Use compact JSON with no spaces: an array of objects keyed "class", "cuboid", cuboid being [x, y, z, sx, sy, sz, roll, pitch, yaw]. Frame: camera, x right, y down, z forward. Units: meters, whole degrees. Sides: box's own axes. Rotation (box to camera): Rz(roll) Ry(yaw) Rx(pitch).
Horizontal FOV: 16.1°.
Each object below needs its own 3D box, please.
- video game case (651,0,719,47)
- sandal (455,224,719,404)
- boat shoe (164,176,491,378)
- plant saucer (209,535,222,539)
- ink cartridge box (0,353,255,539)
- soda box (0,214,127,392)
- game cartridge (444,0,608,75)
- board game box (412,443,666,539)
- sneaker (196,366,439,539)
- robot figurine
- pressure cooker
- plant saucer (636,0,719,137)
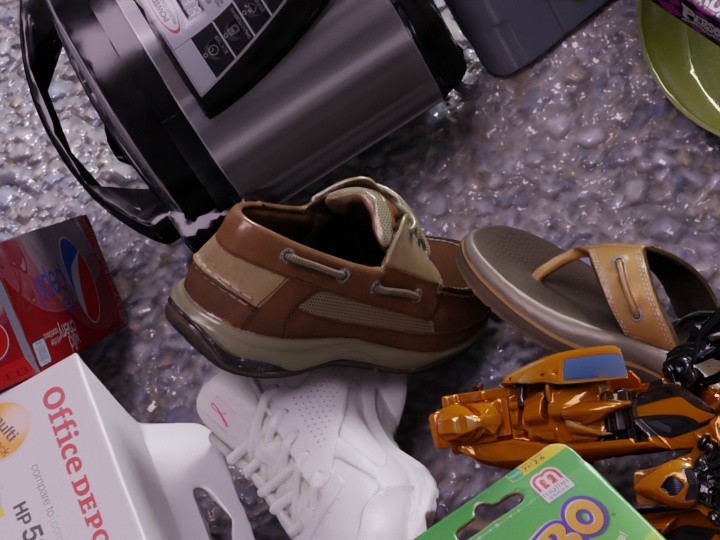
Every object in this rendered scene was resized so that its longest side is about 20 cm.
[{"class":"video game case","cuboid":[0.214,-0.177,1.175,0.200,0.036,0.182,36,78,12]},{"class":"sandal","cuboid":[0.133,0.021,1.136,0.199,0.080,0.054,30,112,32]},{"class":"boat shoe","cuboid":[0.000,0.000,1.147,0.076,0.199,0.074,35,114,29]},{"class":"plant saucer","cuboid":[-0.105,0.214,1.152,0.199,0.032,0.201,-12,54,16]},{"class":"ink cartridge box","cuboid":[-0.145,0.144,1.117,0.199,0.125,0.129,-30,51,4]},{"class":"soda box","cuboid":[-0.169,0.021,1.210,0.070,0.200,0.064,-23,92,8]},{"class":"game cartridge","cuboid":[0.117,-0.201,1.263,0.200,0.134,0.040,-39,44,-4]},{"class":"board game box","cuboid":[0.104,0.155,0.987,0.095,0.030,0.200,-32,55,-18]},{"class":"sneaker","cuboid":[-0.028,0.085,1.128,0.078,0.099,0.200,-59,22,22]},{"class":"robot figurine","cuboid":[0.128,0.090,1.068,0.199,0.058,0.146,-10,88,36]},{"class":"pressure cooker","cuboid":[-0.067,-0.113,1.266,0.199,0.179,0.176,-31,31,2]},{"class":"plant saucer","cuboid":[0.233,-0.132,1.229,0.199,0.031,0.201,-12,56,17]}]
